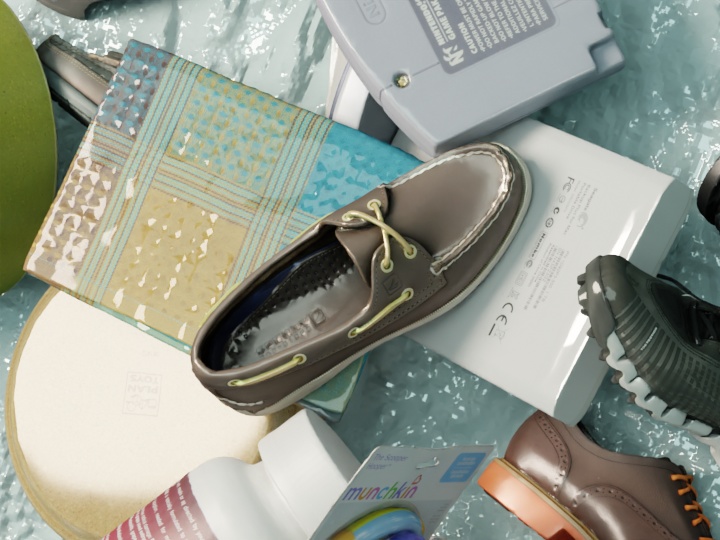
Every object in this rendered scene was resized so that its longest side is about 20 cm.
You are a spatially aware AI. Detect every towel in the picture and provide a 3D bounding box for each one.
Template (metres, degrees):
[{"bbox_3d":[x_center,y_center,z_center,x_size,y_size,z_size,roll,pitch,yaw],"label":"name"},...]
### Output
[{"bbox_3d":[-0.067,-0.024,1.258,0.199,0.022,0.148,24,83,16],"label":"towel"}]

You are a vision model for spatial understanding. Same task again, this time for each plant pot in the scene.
[{"bbox_3d":[-0.302,-0.064,1.302,0.186,0.199,0.189,11,105,46],"label":"plant pot"}]

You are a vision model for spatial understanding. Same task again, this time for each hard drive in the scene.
[{"bbox_3d":[0.072,-0.014,1.231,0.200,0.026,0.133,28,90,49],"label":"hard drive"}]

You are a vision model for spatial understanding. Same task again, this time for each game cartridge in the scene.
[{"bbox_3d":[0.038,-0.166,1.249,0.132,0.042,0.201,-26,76,0],"label":"game cartridge"}]

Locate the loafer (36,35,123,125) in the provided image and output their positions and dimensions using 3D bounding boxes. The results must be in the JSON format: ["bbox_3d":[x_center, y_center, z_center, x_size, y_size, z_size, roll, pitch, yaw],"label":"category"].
[{"bbox_3d":[-0.098,-0.080,1.329,0.199,0.072,0.063,36,86,15],"label":"loafer"}]

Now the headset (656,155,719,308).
[{"bbox_3d":[0.205,-0.013,1.186,0.199,0.094,0.124,-27,70,32],"label":"headset"}]

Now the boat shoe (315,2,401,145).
[{"bbox_3d":[0.002,-0.162,1.306,0.085,0.075,0.204,15,83,23],"label":"boat shoe"}]

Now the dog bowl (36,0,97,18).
[{"bbox_3d":[-0.151,-0.251,1.393,0.198,0.059,0.202,-4,79,21],"label":"dog bowl"}]

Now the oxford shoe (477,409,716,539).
[{"bbox_3d":[0.154,0.135,1.193,0.199,0.071,0.073,35,88,23],"label":"oxford shoe"}]

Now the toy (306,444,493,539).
[{"bbox_3d":[-0.006,0.174,1.130,0.047,0.115,0.201,44,109,25],"label":"toy"}]

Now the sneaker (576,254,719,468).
[{"bbox_3d":[0.187,0.048,1.136,0.090,0.200,0.067,-32,30,25],"label":"sneaker"}]

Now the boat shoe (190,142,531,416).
[{"bbox_3d":[0.000,0.000,1.194,0.199,0.060,0.072,-35,70,5],"label":"boat shoe"}]

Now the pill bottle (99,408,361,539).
[{"bbox_3d":[-0.080,0.166,1.198,0.199,0.110,0.110,-37,69,4],"label":"pill bottle"}]

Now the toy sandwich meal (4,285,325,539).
[{"bbox_3d":[-0.103,0.078,1.303,0.203,0.070,0.207,-4,78,20],"label":"toy sandwich meal"}]

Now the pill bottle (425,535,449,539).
[{"bbox_3d":[0.052,0.242,1.186,0.113,0.113,0.202,12,84,23],"label":"pill bottle"}]
